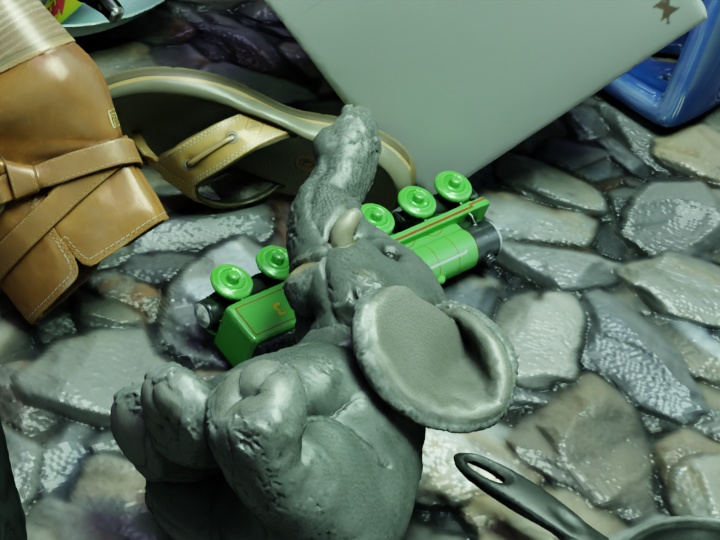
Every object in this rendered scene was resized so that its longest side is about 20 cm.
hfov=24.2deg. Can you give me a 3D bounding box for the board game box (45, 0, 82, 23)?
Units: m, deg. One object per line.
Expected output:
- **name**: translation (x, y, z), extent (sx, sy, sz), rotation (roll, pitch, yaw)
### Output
- **board game box**: translation (-0.226, -0.165, 0.956), extent (0.101, 0.048, 0.200), rotation (22, 42, 10)

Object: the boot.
- **boot**: translation (-0.205, -0.039, 0.843), extent (0.156, 0.199, 0.077), rotation (56, 10, -5)

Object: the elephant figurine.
- **elephant figurine**: translation (0.000, 0.045, 0.749), extent (0.141, 0.156, 0.200), rotation (14, 42, 39)

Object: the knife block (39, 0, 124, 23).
- **knife block**: translation (-0.220, -0.189, 0.899), extent (0.198, 0.064, 0.177), rotation (8, 40, -6)

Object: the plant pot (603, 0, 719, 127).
- **plant pot**: translation (0.218, -0.240, 1.118), extent (0.179, 0.201, 0.200), rotation (-17, 46, -41)

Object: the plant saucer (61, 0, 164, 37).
- **plant saucer**: translation (-0.207, -0.195, 1.066), extent (0.199, 0.039, 0.202), rotation (7, 40, -6)

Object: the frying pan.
- **frying pan**: translation (0.124, 0.149, 0.747), extent (0.188, 0.031, 0.115), rotation (12, 39, 5)

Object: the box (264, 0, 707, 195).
- **box**: translation (0.050, -0.193, 0.949), extent (0.198, 0.200, 0.172), rotation (-32, 43, 12)

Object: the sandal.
- **sandal**: translation (-0.068, -0.061, 0.925), extent (0.198, 0.081, 0.054), rotation (15, 60, -3)

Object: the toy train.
- **toy train**: translation (0.000, 0.000, 0.888), extent (0.199, 0.042, 0.056), rotation (-24, 61, -36)

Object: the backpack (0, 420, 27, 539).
- **backpack**: translation (-0.226, 0.048, 0.657), extent (0.146, 0.184, 0.200), rotation (-20, 36, -6)
